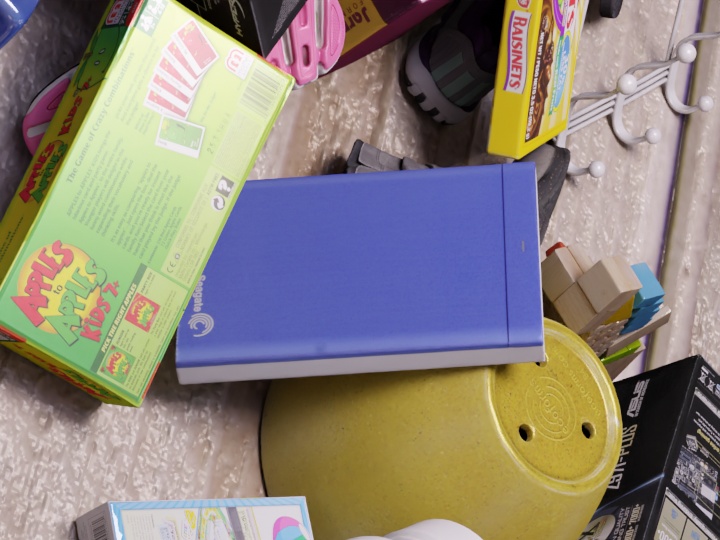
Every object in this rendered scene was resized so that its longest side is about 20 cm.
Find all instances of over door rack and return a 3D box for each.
[{"bbox_3d":[0.189,-0.172,1.810,0.147,0.066,0.201,-29,128,-45],"label":"over door rack"}]

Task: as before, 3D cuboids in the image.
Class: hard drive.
[{"bbox_3d":[0.000,0.000,1.550,0.198,0.025,0.133,-4,49,5],"label":"hard drive"}]

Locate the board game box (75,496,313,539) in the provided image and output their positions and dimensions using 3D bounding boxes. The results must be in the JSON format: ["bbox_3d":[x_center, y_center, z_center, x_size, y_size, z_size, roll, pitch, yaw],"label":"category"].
[{"bbox_3d":[-0.071,0.221,1.485,0.134,0.034,0.201,3,68,-40],"label":"board game box"}]

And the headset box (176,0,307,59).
[{"bbox_3d":[-0.102,-0.226,1.562,0.199,0.075,0.149,25,65,21],"label":"headset box"}]

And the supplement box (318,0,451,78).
[{"bbox_3d":[-0.019,-0.235,1.680,0.103,0.131,0.201,-30,90,-44],"label":"supplement box"}]

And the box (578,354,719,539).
[{"bbox_3d":[0.215,0.181,1.703,0.200,0.086,0.164,43,48,-26],"label":"box"}]

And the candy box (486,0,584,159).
[{"bbox_3d":[0.114,-0.175,1.691,0.102,0.026,0.202,-36,135,-66],"label":"candy box"}]

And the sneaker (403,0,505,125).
[{"bbox_3d":[0.103,-0.174,1.785,0.074,0.087,0.201,42,49,-17],"label":"sneaker"}]

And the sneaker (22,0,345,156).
[{"bbox_3d":[-0.107,-0.108,1.590,0.199,0.087,0.074,-28,107,-23],"label":"sneaker"}]

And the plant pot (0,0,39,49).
[{"bbox_3d":[-0.259,-0.191,1.412,0.200,0.200,0.180,45,41,-15],"label":"plant pot"}]

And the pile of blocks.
[{"bbox_3d":[0.136,0.016,1.665,0.082,0.200,0.062,-28,74,-12],"label":"pile of blocks"}]

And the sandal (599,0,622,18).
[{"bbox_3d":[0.162,-0.259,1.897,0.045,0.075,0.201,2,69,2],"label":"sandal"}]

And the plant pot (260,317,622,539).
[{"bbox_3d":[0.064,0.096,1.586,0.199,0.142,0.201,19,58,-33],"label":"plant pot"}]

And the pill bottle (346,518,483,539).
[{"bbox_3d":[-0.014,0.204,1.439,0.199,0.114,0.115,-20,83,-44],"label":"pill bottle"}]

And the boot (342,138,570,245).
[{"bbox_3d":[0.052,-0.050,1.688,0.131,0.070,0.200,21,19,3],"label":"boot"}]

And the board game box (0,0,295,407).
[{"bbox_3d":[-0.125,-0.040,1.502,0.101,0.048,0.201,31,76,-25],"label":"board game box"}]
